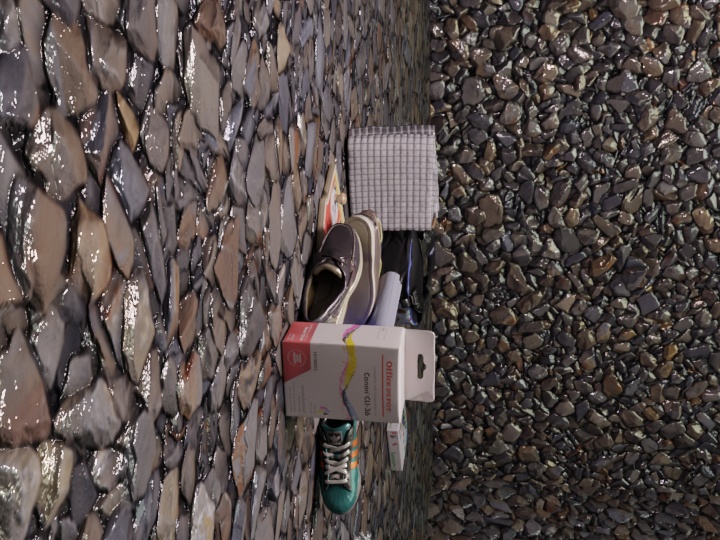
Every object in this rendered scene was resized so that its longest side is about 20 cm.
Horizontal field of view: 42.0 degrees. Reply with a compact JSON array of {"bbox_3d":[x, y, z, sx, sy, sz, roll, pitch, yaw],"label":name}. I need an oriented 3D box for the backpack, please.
[{"bbox_3d":[0.069,0.020,1.874,0.191,0.154,0.200,64,34,-55],"label":"backpack"}]

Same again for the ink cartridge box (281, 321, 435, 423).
[{"bbox_3d":[-0.001,0.139,1.275,0.068,0.199,0.117,-68,158,-67],"label":"ink cartridge box"}]

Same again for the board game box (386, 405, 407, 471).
[{"bbox_3d":[0.100,0.435,2.536,0.200,0.035,0.126,83,13,-46],"label":"board game box"}]

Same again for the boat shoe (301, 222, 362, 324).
[{"bbox_3d":[-0.043,0.009,1.390,0.065,0.072,0.200,80,23,-60],"label":"boat shoe"}]

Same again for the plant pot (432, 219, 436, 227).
[{"bbox_3d":[0.093,-0.177,2.085,0.201,0.092,0.201,-12,90,-69],"label":"plant pot"}]

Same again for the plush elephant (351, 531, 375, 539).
[{"bbox_3d":[0.042,0.604,1.821,0.155,0.164,0.200,117,-52,-79],"label":"plush elephant"}]

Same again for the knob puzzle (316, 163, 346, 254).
[{"bbox_3d":[-0.040,-0.043,1.534,0.220,0.030,0.220,3,90,-81],"label":"knob puzzle"}]

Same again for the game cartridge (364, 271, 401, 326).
[{"bbox_3d":[0.008,0.106,1.580,0.200,0.040,0.134,125,-20,-48],"label":"game cartridge"}]

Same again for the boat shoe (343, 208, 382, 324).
[{"bbox_3d":[0.000,0.000,1.510,0.060,0.072,0.201,-42,139,-59],"label":"boat shoe"}]

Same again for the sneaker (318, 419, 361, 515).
[{"bbox_3d":[-0.039,0.288,1.515,0.080,0.071,0.201,64,24,-63],"label":"sneaker"}]

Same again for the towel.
[{"bbox_3d":[0.062,-0.172,1.737,0.086,0.165,0.200,-86,173,-54],"label":"towel"}]
